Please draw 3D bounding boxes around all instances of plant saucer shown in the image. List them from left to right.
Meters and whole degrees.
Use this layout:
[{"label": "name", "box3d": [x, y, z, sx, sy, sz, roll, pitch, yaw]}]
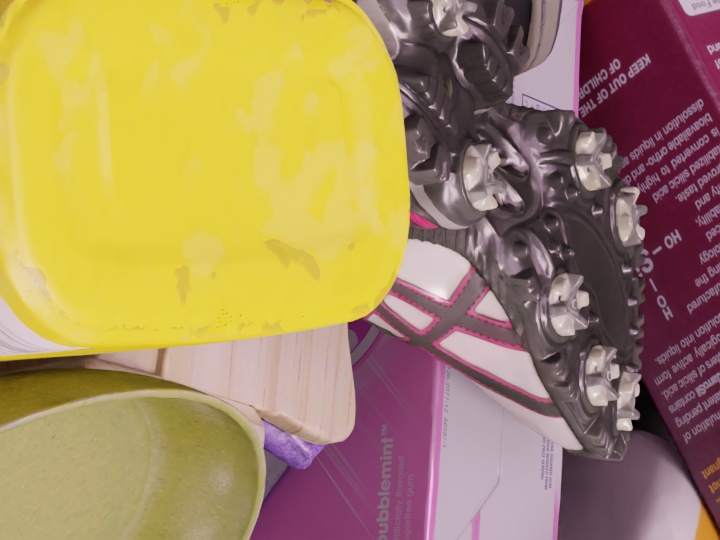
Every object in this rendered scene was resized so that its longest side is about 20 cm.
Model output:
[{"label": "plant saucer", "box3d": [-0.112, 0.088, 0.700, 0.200, 0.200, 0.031, -2, 46, -53]}]

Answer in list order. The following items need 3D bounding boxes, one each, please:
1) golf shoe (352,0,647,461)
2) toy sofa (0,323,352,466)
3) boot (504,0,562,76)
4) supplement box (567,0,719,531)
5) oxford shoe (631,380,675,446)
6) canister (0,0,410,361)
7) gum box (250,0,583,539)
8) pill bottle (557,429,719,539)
[{"label": "golf shoe", "box3d": [0.018, -0.014, 0.778, 0.200, 0.088, 0.078, 51, 43, -47]}, {"label": "toy sofa", "box3d": [-0.057, -0.043, 0.825, 0.097, 0.083, 0.201, 19, 69, -43]}, {"label": "boot", "box3d": [-0.035, -0.106, 0.747, 0.153, 0.073, 0.204, -34, 130, -19]}, {"label": "supplement box", "box3d": [0.139, -0.010, 0.918, 0.110, 0.086, 0.201, -15, 74, -41]}, {"label": "oxford shoe", "box3d": [0.095, 0.108, 1.040, 0.071, 0.071, 0.201, -103, -175, -72]}, {"label": "canister", "box3d": [-0.106, -0.017, 0.673, 0.148, 0.199, 0.087, -4, 89, -53]}, {"label": "gum box", "box3d": [0.000, 0.000, 0.882, 0.066, 0.113, 0.201, 19, 70, -49]}, {"label": "pill bottle", "box3d": [0.122, 0.154, 0.961, 0.200, 0.116, 0.117, 43, 52, -22]}]
